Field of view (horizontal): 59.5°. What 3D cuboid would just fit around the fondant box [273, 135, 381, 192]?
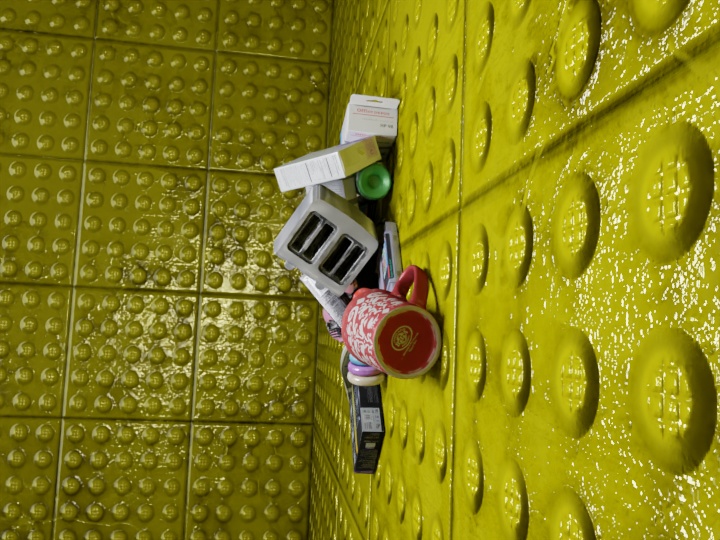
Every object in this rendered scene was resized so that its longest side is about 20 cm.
[{"bbox_3d":[-0.073,-0.236,1.393,0.144,0.197,0.059,-35,-67,-46],"label":"fondant box"}]

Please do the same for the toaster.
[{"bbox_3d":[-0.066,-0.068,1.355,0.201,0.179,0.119,-51,17,16],"label":"toaster"}]

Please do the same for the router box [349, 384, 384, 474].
[{"bbox_3d":[0.011,0.337,1.455,0.202,0.051,0.159,-96,11,-49],"label":"router box"}]

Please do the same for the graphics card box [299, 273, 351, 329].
[{"bbox_3d":[-0.050,0.082,1.476,0.200,0.051,0.125,48,-174,18],"label":"graphics card box"}]

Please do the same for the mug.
[{"bbox_3d":[0.049,0.081,1.013,0.200,0.130,0.182,-172,83,-79],"label":"mug"}]

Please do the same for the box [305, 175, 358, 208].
[{"bbox_3d":[-0.059,-0.121,1.492,0.155,0.041,0.204,11,117,50],"label":"box"}]

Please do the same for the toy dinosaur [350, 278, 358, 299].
[{"bbox_3d":[0.000,0.000,1.607,0.137,0.101,0.201,-57,-25,-26],"label":"toy dinosaur"}]

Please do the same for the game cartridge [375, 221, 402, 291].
[{"bbox_3d":[0.059,0.012,1.314,0.131,0.038,0.203,96,173,-49],"label":"game cartridge"}]

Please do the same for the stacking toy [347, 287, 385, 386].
[{"bbox_3d":[0.012,0.139,1.352,0.085,0.083,0.205,-125,34,-78],"label":"stacking toy"}]

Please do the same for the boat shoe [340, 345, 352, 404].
[{"bbox_3d":[-0.017,0.245,1.567,0.069,0.073,0.203,-111,18,-57],"label":"boat shoe"}]

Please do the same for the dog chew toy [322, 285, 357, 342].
[{"bbox_3d":[-0.060,0.113,1.872,0.125,0.122,0.204,114,150,-69],"label":"dog chew toy"}]

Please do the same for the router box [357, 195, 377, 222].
[{"bbox_3d":[-0.031,-0.084,1.633,0.051,0.148,0.203,30,130,29],"label":"router box"}]

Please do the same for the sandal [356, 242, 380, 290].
[{"bbox_3d":[0.023,0.032,1.434,0.045,0.073,0.204,90,178,-75],"label":"sandal"}]

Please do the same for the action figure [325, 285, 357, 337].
[{"bbox_3d":[-0.044,0.108,1.677,0.200,0.100,0.122,-47,-41,-78],"label":"action figure"}]

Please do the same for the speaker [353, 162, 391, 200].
[{"bbox_3d":[0.021,-0.214,1.494,0.200,0.086,0.090,-125,39,-78],"label":"speaker"}]

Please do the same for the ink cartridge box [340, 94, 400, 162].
[{"bbox_3d":[0.018,-0.320,1.437,0.200,0.113,0.068,121,152,-75],"label":"ink cartridge box"}]
